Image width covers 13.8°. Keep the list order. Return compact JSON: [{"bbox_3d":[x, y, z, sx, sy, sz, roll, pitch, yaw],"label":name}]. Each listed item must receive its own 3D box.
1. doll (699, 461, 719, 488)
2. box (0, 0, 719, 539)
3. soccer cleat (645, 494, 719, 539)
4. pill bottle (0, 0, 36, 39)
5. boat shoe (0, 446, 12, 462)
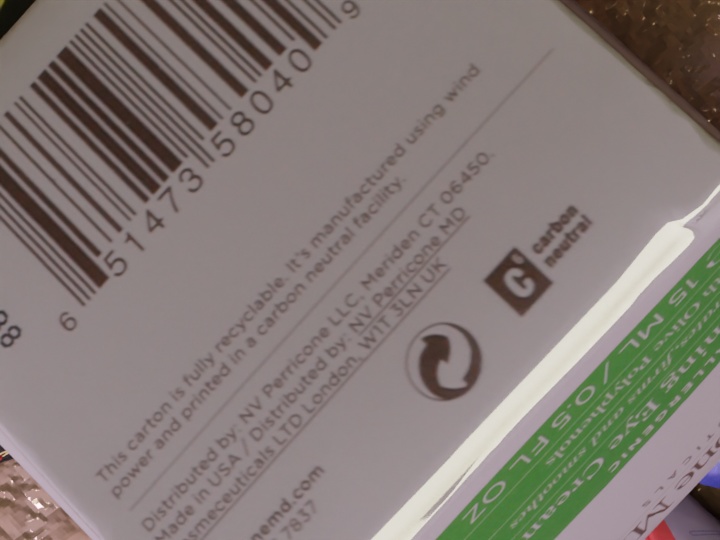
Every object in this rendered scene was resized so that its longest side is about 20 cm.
[{"bbox_3d":[0.157,0.045,1.004,0.200,0.048,0.137,29,83,-18],"label":"doll"},{"bbox_3d":[0.000,0.000,0.876,0.199,0.171,0.200,-47,68,4],"label":"box"},{"bbox_3d":[0.101,0.106,1.030,0.068,0.073,0.200,-39,106,17],"label":"soccer cleat"},{"bbox_3d":[-0.126,-0.085,0.936,0.114,0.114,0.200,25,113,-8],"label":"pill bottle"},{"bbox_3d":[-0.143,0.043,1.021,0.201,0.063,0.074,-20,109,9],"label":"boat shoe"}]
